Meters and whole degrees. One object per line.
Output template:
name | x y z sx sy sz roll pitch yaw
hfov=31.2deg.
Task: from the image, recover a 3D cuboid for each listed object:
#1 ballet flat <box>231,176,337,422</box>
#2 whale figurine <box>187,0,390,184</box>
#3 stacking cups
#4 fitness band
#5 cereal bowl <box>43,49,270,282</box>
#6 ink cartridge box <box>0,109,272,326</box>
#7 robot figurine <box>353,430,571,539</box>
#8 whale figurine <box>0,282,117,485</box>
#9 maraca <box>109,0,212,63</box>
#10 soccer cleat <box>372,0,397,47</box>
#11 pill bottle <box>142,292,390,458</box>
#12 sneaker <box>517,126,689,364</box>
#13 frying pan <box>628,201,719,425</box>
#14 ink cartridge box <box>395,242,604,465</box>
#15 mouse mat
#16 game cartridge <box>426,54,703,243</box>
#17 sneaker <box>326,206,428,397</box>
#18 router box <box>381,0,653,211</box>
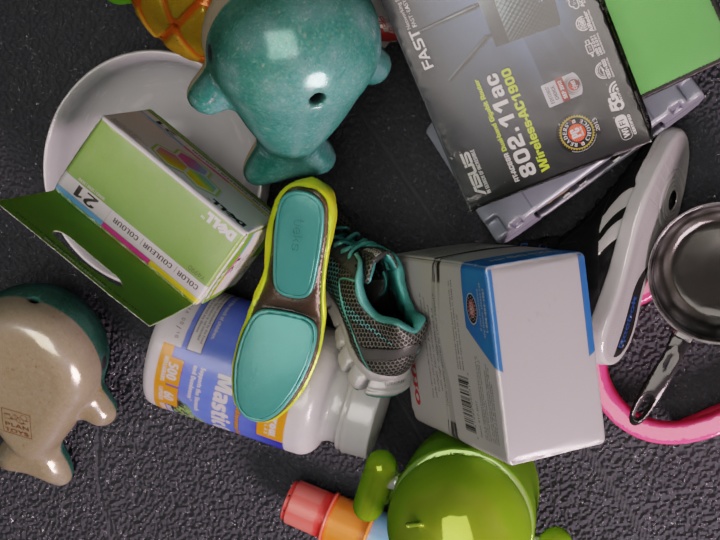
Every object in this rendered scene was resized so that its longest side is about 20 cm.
ballet flat | -0.054 0.022 1.028 0.066 0.067 0.202 14 105 5
whale figurine | -0.048 -0.132 0.965 0.158 0.104 0.201 -12 139 -16
stacking cups | 0.025 0.244 1.137 0.198 0.060 0.061 18 102 11
fitness band | 0.282 0.060 1.065 0.199 0.037 0.144 -28 92 13
cereal bowl | -0.166 -0.089 1.114 0.198 0.083 0.202 2 99 12
ink cartridge box | -0.159 -0.044 0.974 0.148 0.200 0.076 39 104 3
robot figurine | 0.085 0.191 1.041 0.174 0.200 0.116 24 101 7
whale figurine | -0.289 0.100 1.174 0.158 0.104 0.201 13 125 9
maraca | -0.139 -0.233 1.025 0.199 0.107 0.138 25 141 10
soccer cleat | -0.032 -0.252 1.069 0.199 0.069 0.086 28 113 12
pill bottle | -0.075 0.091 1.106 0.198 0.112 0.113 18 102 9
sneaker | 0.186 -0.033 1.055 0.111 0.073 0.201 17 82 36
frying pan | 0.283 0.038 1.031 0.114 0.031 0.192 7 106 11
ink cartridge box | 0.102 0.056 1.015 0.084 0.200 0.147 -10 97 -16
mouse mat | 0.165 -0.195 0.990 0.199 0.008 0.162 -24 101 18
game cartridge | 0.158 -0.132 1.044 0.199 0.040 0.134 -36 74 14
sneaker | 0.000 0.000 1.062 0.201 0.077 0.091 59 144 23
router box | 0.116 -0.165 0.972 0.149 0.062 0.201 -21 101 18
